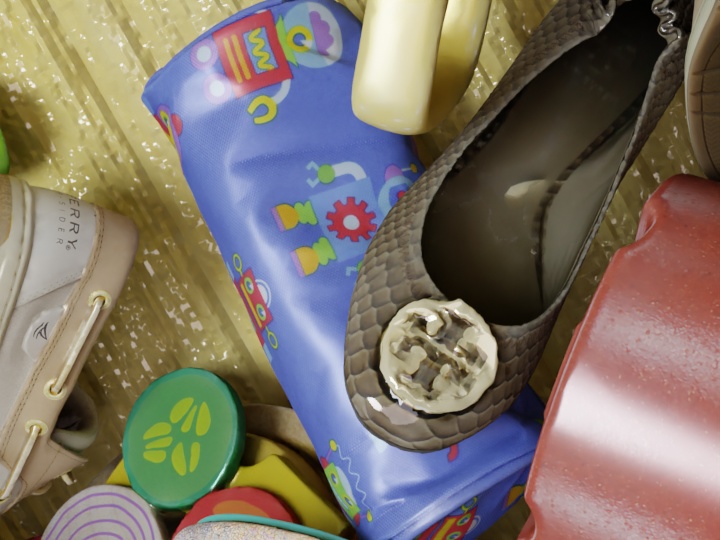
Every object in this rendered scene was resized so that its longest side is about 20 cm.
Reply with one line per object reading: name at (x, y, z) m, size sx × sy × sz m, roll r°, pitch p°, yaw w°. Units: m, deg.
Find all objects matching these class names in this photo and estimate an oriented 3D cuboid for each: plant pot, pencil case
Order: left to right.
pencil case at (0.000, 0.000, 0.830) m, size 0.087 × 0.078 × 0.200 m, roll -22°, pitch 76°, yaw -17°
plant pot at (0.166, 0.068, 0.783) m, size 0.195 × 0.201 × 0.201 m, roll 21°, pitch 109°, yaw 15°

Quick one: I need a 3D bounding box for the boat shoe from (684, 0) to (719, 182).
boat shoe at (0.140, -0.108, 0.775) m, size 0.072 × 0.065 × 0.200 m, roll 0°, pitch 134°, yaw 6°

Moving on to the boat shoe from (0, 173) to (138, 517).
boat shoe at (-0.129, 0.053, 0.895) m, size 0.069 × 0.074 × 0.200 m, roll 9°, pitch 132°, yaw -17°

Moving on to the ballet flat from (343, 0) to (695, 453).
ballet flat at (0.058, -0.029, 0.787) m, size 0.067 × 0.046 × 0.200 m, roll 36°, pitch 66°, yaw -3°

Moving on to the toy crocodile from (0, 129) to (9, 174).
toy crocodile at (-0.186, -0.076, 0.892) m, size 0.067 × 0.062 × 0.200 m, roll -27°, pitch 101°, yaw -21°

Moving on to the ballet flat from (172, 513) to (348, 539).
ballet flat at (0.025, 0.139, 0.782) m, size 0.200 × 0.067 × 0.068 m, roll 19°, pitch 142°, yaw 3°

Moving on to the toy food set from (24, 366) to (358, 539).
toy food set at (-0.058, 0.143, 0.879) m, size 0.198 × 0.049 × 0.200 m, roll 40°, pitch 99°, yaw 35°

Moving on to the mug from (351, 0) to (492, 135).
mug at (0.027, -0.159, 0.766) m, size 0.149 × 0.153 × 0.187 m, roll 43°, pitch 110°, yaw -1°
